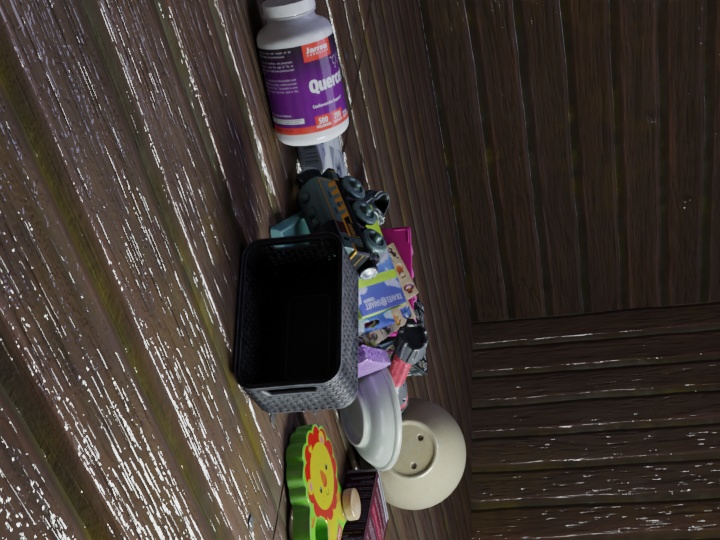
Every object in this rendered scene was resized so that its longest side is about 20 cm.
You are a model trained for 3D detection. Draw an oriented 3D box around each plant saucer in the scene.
[{"bbox_3d":[-0.099,-0.045,1.497,0.200,0.019,0.071,-44,127,-75],"label":"plant saucer"},{"bbox_3d":[0.006,0.240,1.682,0.200,0.050,0.203,174,-90,-66],"label":"plant saucer"}]

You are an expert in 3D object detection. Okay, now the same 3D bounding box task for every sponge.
[{"bbox_3d":[-0.023,0.149,1.541,0.200,0.110,0.030,33,38,-76],"label":"sponge"}]

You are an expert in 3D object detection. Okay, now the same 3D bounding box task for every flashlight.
[{"bbox_3d":[0.066,0.173,1.665,0.068,0.067,0.201,-45,163,-38],"label":"flashlight"}]

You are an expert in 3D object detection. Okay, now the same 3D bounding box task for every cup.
[{"bbox_3d":[0.090,0.323,1.773,0.143,0.197,0.204,63,23,-76],"label":"cup"}]

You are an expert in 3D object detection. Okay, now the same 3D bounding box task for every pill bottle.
[{"bbox_3d":[-0.085,-0.290,1.435,0.113,0.111,0.203,-74,156,-62],"label":"pill bottle"}]

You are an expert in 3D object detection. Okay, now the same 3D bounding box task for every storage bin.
[{"bbox_3d":[-0.077,0.066,1.248,0.094,0.133,0.203,63,24,-60],"label":"storage bin"}]

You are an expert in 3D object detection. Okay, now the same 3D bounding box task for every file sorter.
[{"bbox_3d":[0.033,0.042,1.826,0.126,0.137,0.203,66,21,-66],"label":"file sorter"}]

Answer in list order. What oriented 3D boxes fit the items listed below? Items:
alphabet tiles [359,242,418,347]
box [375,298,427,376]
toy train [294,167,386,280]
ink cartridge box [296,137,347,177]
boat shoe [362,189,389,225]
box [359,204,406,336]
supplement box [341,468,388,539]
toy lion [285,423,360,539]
[{"bbox_3d":[0.018,0.031,1.682,0.199,0.008,0.169,-30,94,-45],"label":"alphabet tiles"},{"bbox_3d":[0.087,0.140,2.173,0.200,0.085,0.166,42,44,-73],"label":"box"},{"bbox_3d":[-0.035,-0.075,1.522,0.113,0.085,0.202,12,46,-43],"label":"toy train"},{"bbox_3d":[-0.063,-0.213,1.696,0.201,0.040,0.201,-83,163,-48],"label":"ink cartridge box"},{"bbox_3d":[0.020,-0.119,2.014,0.200,0.061,0.074,-67,150,-68],"label":"boat shoe"},{"bbox_3d":[0.000,0.000,1.640,0.121,0.047,0.203,-16,84,-47],"label":"box"},{"bbox_3d":[0.000,0.434,1.658,0.200,0.060,0.110,-72,153,-65],"label":"supplement box"},{"bbox_3d":[-0.062,0.330,1.414,0.201,0.068,0.193,-82,155,-49],"label":"toy lion"}]
